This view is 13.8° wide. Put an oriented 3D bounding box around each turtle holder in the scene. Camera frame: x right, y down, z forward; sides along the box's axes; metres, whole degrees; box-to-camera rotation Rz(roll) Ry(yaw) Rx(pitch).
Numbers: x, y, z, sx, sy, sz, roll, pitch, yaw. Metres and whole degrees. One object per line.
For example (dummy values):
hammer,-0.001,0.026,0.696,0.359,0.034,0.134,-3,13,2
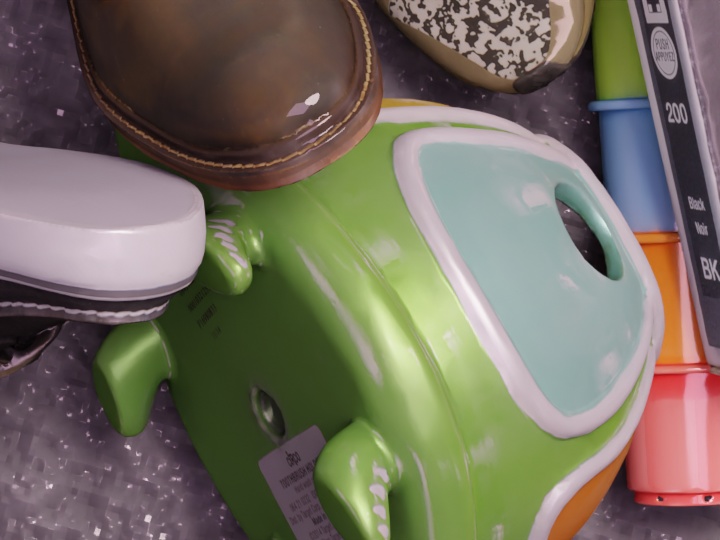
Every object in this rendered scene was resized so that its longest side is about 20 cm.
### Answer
turtle holder,0.001,0.010,0.847,0.131,0.141,0.186,-26,56,-27

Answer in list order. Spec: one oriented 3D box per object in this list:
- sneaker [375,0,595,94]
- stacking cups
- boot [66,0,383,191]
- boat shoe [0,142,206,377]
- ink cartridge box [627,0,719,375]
sneaker,-0.007,-0.134,0.848,0.077,0.089,0.201,-33,89,27
stacking cups,0.099,-0.032,0.885,0.060,0.061,0.201,-6,91,-7
boot,-0.059,-0.099,0.786,0.074,0.200,0.097,-31,127,-5
boat shoe,-0.103,-0.002,0.802,0.068,0.200,0.057,-8,102,-33
ink cartridge box,0.167,-0.092,0.864,0.197,0.043,0.201,-18,99,-23
